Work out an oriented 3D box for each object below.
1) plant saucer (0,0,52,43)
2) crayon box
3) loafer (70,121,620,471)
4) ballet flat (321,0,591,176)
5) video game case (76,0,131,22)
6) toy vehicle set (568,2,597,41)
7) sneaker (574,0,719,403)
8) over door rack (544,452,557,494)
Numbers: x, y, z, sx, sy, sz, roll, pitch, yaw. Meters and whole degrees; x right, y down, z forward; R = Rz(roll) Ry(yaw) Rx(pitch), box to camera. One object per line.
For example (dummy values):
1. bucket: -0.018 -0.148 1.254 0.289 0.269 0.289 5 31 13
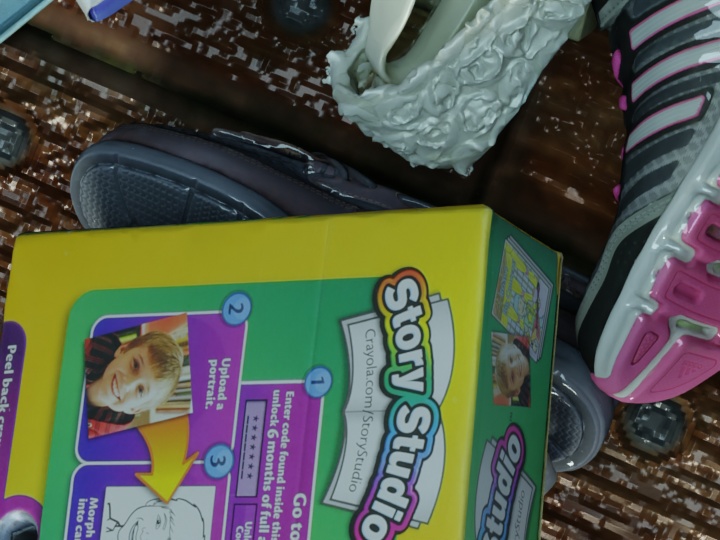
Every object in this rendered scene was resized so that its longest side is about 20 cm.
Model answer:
1. plant saucer: -0.183 -0.076 0.979 0.200 0.019 0.070 -38 86 11
2. crayon box: -0.033 0.087 0.849 0.171 0.058 0.202 -2 73 27
3. loafer: 0.000 0.000 0.937 0.199 0.063 0.072 26 137 10
4. ballet flat: 0.053 -0.115 0.857 0.072 0.072 0.201 34 112 7
5. video game case: -0.050 -0.206 0.848 0.199 0.045 0.182 -34 92 -3
6. toy vehicle set: 0.044 -0.189 0.902 0.123 0.027 0.201 19 108 13
7. sneaker: 0.108 -0.058 0.887 0.087 0.073 0.201 27 101 41
8. over door rack: -0.003 0.163 0.918 0.199 0.067 0.149 -22 104 11
